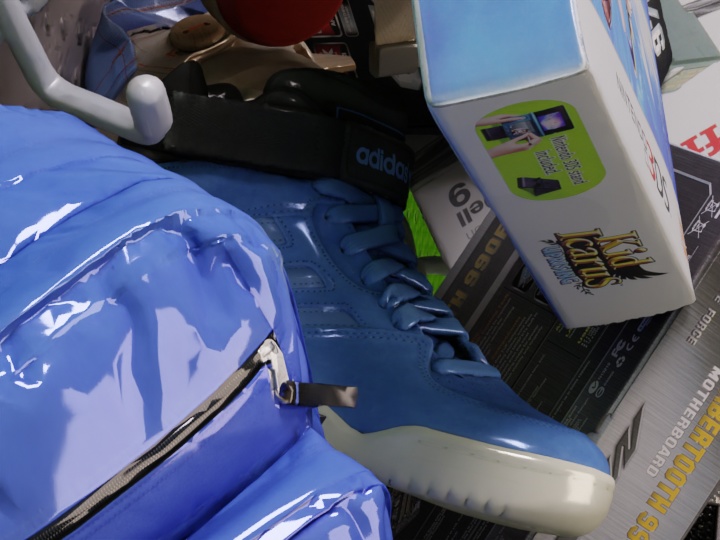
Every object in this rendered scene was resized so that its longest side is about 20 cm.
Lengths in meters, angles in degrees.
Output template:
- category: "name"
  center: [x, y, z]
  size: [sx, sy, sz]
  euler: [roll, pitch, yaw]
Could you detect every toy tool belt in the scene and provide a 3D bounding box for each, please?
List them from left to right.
- category: "toy tool belt"
  center: [-0.051, -0.048, 0.981]
  size: [0.123, 0.124, 0.201]
  euler: [-134, -141, -53]

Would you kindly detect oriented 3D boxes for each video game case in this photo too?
- category: "video game case"
  center: [0.048, -0.107, 0.792]
  size: [0.181, 0.045, 0.201]
  euler: [53, 28, -66]

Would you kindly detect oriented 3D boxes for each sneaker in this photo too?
- category: "sneaker"
  center: [-0.001, 0.000, 0.837]
  size: [0.077, 0.199, 0.112]
  euler: [26, 85, -57]

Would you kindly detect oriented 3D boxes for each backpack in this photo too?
- category: "backpack"
  center: [-0.070, 0.065, 0.706]
  size: [0.162, 0.167, 0.201]
  euler: [-41, 135, -32]

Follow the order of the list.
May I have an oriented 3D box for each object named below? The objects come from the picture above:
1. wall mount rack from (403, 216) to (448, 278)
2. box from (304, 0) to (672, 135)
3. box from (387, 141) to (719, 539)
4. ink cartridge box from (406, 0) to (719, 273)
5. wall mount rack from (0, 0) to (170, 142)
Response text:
- category: "wall mount rack"
  center: [0.026, 0.055, 1.090]
  size: [0.075, 0.173, 0.201]
  euler: [95, -12, -46]
- category: "box"
  center: [0.012, -0.141, 0.989]
  size: [0.046, 0.158, 0.201]
  euler: [-62, 143, -45]
- category: "box"
  center: [0.059, 0.050, 0.916]
  size: [0.200, 0.048, 0.158]
  euler: [-57, -158, -2]
- category: "ink cartridge box"
  center: [0.089, -0.061, 1.088]
  size: [0.084, 0.146, 0.200]
  euler: [51, 11, -47]
- category: "wall mount rack"
  center: [-0.061, -0.139, 0.766]
  size: [0.200, 0.074, 0.174]
  euler: [-50, 143, -25]
